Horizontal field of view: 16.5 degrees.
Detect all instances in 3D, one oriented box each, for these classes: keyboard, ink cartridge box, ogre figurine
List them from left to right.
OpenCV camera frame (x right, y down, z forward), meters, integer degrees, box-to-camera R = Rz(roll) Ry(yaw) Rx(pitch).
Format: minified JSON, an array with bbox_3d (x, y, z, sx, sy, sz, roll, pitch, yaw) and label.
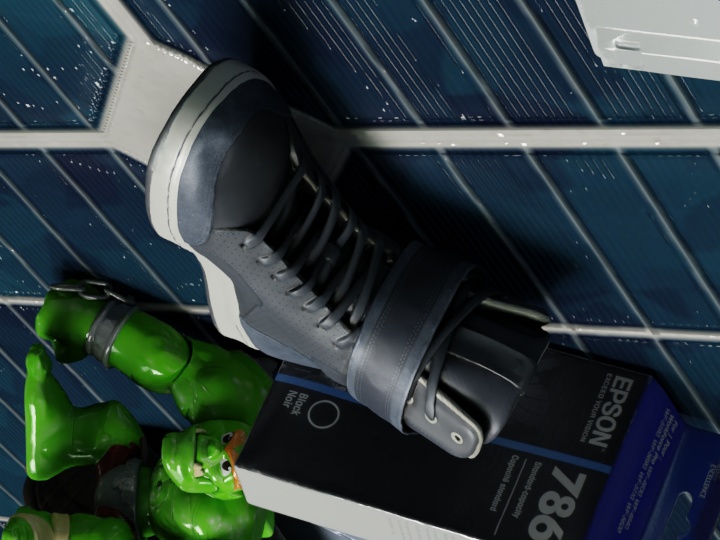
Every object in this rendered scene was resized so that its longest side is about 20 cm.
[{"bbox_3d":[-0.100,0.099,1.149,0.120,0.200,0.098,2,132,-1],"label":"ogre figurine"},{"bbox_3d":[0.055,0.078,1.057,0.200,0.100,0.039,15,150,18],"label":"ink cartridge box"},{"bbox_3d":[0.161,-0.076,0.799,0.200,0.011,0.056,10,144,27],"label":"keyboard"}]

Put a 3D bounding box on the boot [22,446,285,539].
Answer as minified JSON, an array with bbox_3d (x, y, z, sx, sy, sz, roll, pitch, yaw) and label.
[{"bbox_3d":[-0.082,0.165,1.322,0.200,0.073,0.151,16,153,43],"label":"boot"}]

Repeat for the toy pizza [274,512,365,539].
[{"bbox_3d":[0.024,0.135,1.252,0.200,0.032,0.200,24,156,12],"label":"toy pizza"}]

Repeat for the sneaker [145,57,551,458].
[{"bbox_3d":[0.001,-0.001,0.971,0.146,0.077,0.202,27,165,20],"label":"sneaker"}]
